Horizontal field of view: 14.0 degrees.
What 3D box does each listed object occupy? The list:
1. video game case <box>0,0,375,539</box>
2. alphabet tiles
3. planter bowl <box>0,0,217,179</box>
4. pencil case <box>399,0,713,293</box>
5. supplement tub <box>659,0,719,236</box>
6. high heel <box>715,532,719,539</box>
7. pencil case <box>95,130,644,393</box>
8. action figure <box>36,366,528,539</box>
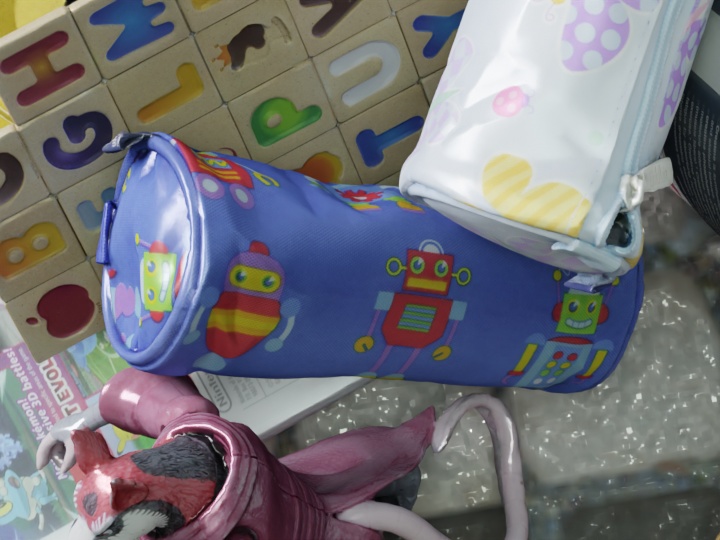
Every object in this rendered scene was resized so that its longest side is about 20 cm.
[{"bbox_3d":[-0.104,-0.012,1.092,0.182,0.023,0.201,-29,85,-1],"label":"video game case"},{"bbox_3d":[-0.042,-0.047,1.014,0.199,0.167,0.006,-28,45,-5],"label":"alphabet tiles"},{"bbox_3d":[-0.096,-0.088,1.045,0.199,0.083,0.201,0,84,2],"label":"planter bowl"},{"bbox_3d":[0.081,-0.098,0.961,0.083,0.091,0.201,22,84,-26],"label":"pencil case"},{"bbox_3d":[0.183,-0.046,0.979,0.140,0.200,0.141,-6,114,-14],"label":"supplement tub"},{"bbox_3d":[0.160,0.147,0.987,0.071,0.200,0.143,40,91,-29],"label":"high heel"},{"bbox_3d":[0.000,0.000,1.017,0.199,0.087,0.078,5,104,-33],"label":"pencil case"},{"bbox_3d":[-0.033,0.094,0.983,0.148,0.200,0.135,-18,66,14],"label":"action figure"}]
